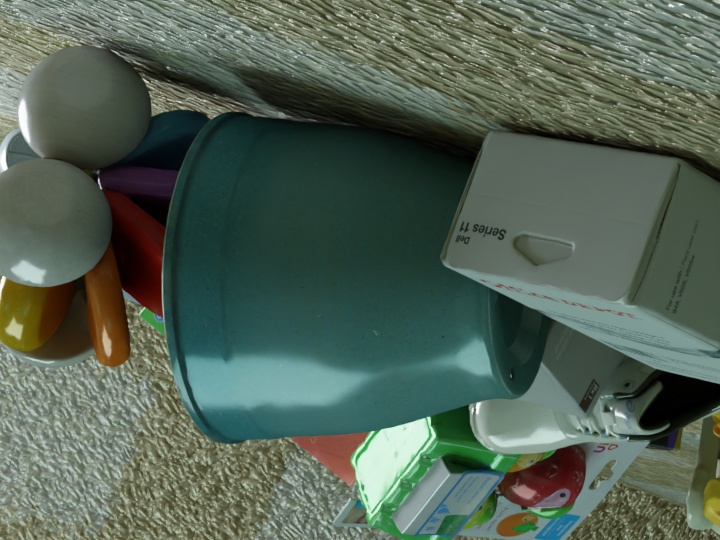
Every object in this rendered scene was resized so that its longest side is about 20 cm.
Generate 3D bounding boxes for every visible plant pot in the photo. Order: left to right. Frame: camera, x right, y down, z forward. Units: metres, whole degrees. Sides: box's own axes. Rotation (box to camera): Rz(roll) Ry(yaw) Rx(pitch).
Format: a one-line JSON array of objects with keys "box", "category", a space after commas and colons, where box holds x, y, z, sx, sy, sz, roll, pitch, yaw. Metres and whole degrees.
[{"box": [0.009, 0.005, 1.358, 0.187, 0.201, 0.200, 1, 167, 20], "category": "plant pot"}]

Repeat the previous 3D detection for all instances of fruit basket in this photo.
[{"box": [0.105, 0.139, 1.615, 0.200, 0.094, 0.185, 14, 133, -25], "category": "fruit basket"}]

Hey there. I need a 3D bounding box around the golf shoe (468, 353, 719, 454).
[{"box": [0.160, 0.077, 1.470, 0.200, 0.078, 0.097, -21, -163, 15], "category": "golf shoe"}]

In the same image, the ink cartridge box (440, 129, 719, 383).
[{"box": [0.165, 0.000, 1.244, 0.200, 0.083, 0.146, 24, 173, -43], "category": "ink cartridge box"}]

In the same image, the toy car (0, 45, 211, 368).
[{"box": [-0.152, -0.032, 1.450, 0.150, 0.200, 0.175, 14, 153, 4], "category": "toy car"}]

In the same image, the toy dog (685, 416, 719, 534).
[{"box": [0.359, 0.160, 1.739, 0.199, 0.140, 0.194, 6, 153, 19], "category": "toy dog"}]

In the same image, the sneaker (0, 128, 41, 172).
[{"box": [-0.217, -0.064, 1.904, 0.200, 0.073, 0.071, 23, 170, -31], "category": "sneaker"}]

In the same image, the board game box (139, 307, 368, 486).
[{"box": [-0.037, 0.037, 1.642, 0.200, 0.153, 0.040, 39, -150, 0], "category": "board game box"}]

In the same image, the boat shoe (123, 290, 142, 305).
[{"box": [-0.065, 0.008, 1.572, 0.202, 0.086, 0.075, 20, 171, -13], "category": "boat shoe"}]

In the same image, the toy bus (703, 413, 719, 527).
[{"box": [0.293, 0.137, 1.546, 0.135, 0.192, 0.200, 19, 175, -14], "category": "toy bus"}]

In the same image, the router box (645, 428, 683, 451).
[{"box": [0.131, 0.096, 1.765, 0.157, 0.052, 0.200, 14, 173, -27], "category": "router box"}]

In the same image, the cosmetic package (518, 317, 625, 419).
[{"box": [0.076, 0.014, 1.482, 0.200, 0.107, 0.090, 10, 155, 42], "category": "cosmetic package"}]
